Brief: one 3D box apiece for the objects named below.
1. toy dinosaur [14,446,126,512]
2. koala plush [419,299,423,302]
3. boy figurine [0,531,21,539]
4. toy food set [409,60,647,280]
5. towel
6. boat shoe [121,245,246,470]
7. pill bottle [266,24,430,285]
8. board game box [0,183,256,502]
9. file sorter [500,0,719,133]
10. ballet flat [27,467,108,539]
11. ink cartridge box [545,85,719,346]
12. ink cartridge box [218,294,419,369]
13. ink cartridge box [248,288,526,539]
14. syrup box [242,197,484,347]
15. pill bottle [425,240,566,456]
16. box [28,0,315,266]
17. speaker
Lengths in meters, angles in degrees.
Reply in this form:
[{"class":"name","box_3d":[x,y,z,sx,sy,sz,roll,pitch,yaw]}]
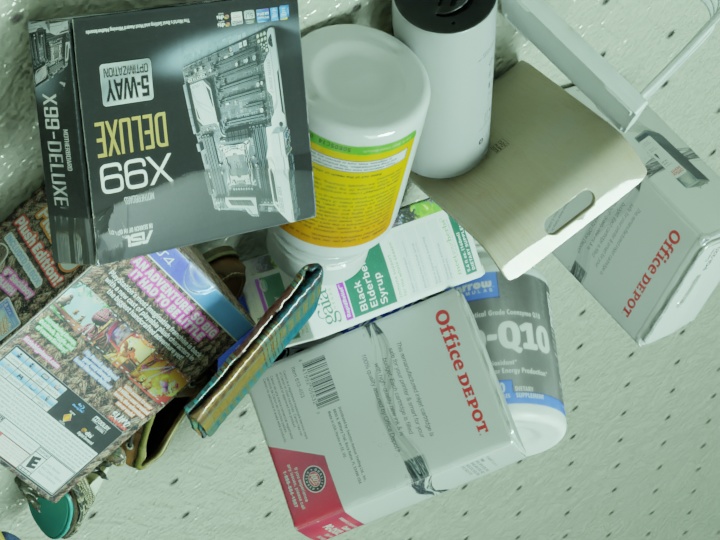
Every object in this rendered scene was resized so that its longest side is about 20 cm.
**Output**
[{"class":"toy dinosaur","box_3d":[-0.247,0.146,1.656,0.200,0.048,0.088,-10,148,28]},{"class":"koala plush","box_3d":[0.072,0.134,2.076,0.177,0.184,0.200,-15,157,-43]},{"class":"boy figurine","box_3d":[-0.319,0.232,1.726,0.064,0.124,0.200,-32,143,20]},{"class":"toy food set","box_3d":[0.126,-0.081,1.754,0.143,0.200,0.060,-37,128,-6]},{"class":"towel","box_3d":[-0.079,0.060,1.599,0.147,0.022,0.200,-51,177,-7]},{"class":"boat shoe","box_3d":[-0.136,0.070,1.672,0.072,0.068,0.200,-8,140,-50]},{"class":"pill bottle","box_3d":[-0.018,-0.080,1.628,0.111,0.111,0.200,-26,152,-28]},{"class":"board game box","box_3d":[-0.206,0.040,1.532,0.200,0.097,0.159,-41,140,0]},{"class":"file sorter","box_3d":[0.196,-0.202,1.632,0.125,0.139,0.200,-46,177,4]},{"class":"ballet flat","box_3d":[-0.242,0.153,1.767,0.075,0.068,0.200,-39,153,-22]},{"class":"ink cartridge box","box_3d":[0.240,-0.055,1.932,0.085,0.200,0.146,-19,149,-38]},{"class":"ink cartridge box","box_3d":[-0.042,0.052,1.899,0.200,0.044,0.094,-12,145,-46]},{"class":"ink cartridge box","box_3d":[0.023,0.123,1.820,0.200,0.145,0.084,-23,161,7]},{"class":"syrup box","box_3d":[0.000,0.000,1.794,0.200,0.079,0.081,-20,-178,-41]},{"class":"pill bottle","box_3d":[0.118,0.060,1.931,0.114,0.200,0.114,-5,155,-2]},{"class":"box","box_3d":[-0.121,-0.097,1.423,0.200,0.050,0.158,-13,102,-45]},{"class":"speaker","box_3d":[0.064,-0.156,1.657,0.081,0.081,0.200,-33,155,-16]}]
